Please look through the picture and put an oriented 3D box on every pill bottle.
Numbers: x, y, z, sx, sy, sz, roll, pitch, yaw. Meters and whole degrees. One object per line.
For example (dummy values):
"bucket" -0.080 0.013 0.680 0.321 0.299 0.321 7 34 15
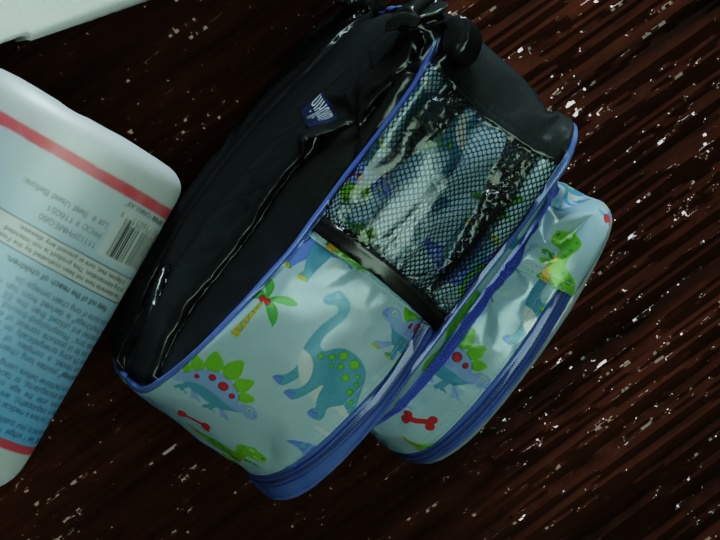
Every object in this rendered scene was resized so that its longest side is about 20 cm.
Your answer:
"pill bottle" -0.169 0.021 0.930 0.109 0.109 0.200 30 88 -15

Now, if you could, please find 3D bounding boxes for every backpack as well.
"backpack" 0.000 0.000 0.932 0.147 0.183 0.200 40 88 -14

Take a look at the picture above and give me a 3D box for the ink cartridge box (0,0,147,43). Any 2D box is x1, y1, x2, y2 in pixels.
"ink cartridge box" -0.110 -0.171 0.944 0.200 0.068 0.116 -21 99 -11
